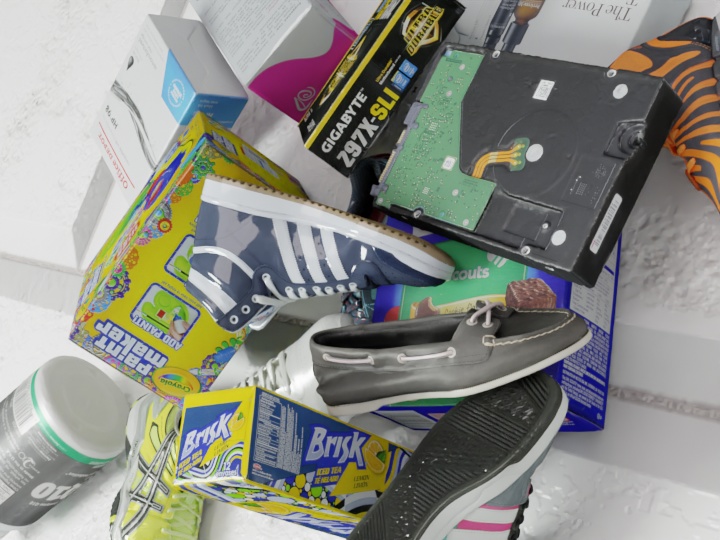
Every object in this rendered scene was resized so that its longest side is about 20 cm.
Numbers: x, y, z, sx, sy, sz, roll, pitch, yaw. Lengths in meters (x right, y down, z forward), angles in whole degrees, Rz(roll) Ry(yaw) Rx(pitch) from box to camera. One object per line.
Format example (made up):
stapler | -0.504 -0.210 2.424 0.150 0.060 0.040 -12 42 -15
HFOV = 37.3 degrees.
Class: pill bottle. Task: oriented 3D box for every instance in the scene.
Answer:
pill bottle | -0.328 0.182 1.048 0.200 0.113 0.113 -38 48 21

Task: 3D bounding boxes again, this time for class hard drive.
hard drive | 0.107 -0.080 0.742 0.200 0.038 0.140 22 83 45

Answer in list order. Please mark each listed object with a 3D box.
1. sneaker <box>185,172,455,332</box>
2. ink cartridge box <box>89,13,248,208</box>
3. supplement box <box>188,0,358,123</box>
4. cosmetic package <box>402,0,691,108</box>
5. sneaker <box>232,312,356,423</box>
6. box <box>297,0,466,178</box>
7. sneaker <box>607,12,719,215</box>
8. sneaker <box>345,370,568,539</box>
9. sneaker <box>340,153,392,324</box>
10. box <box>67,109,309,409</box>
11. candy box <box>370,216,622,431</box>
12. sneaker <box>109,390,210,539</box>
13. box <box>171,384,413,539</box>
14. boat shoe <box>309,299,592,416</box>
sneaker | -0.036 0.006 0.778 0.199 0.070 0.109 18 92 16
ink cartridge box | -0.205 -0.142 1.079 0.200 0.066 0.116 -52 59 35
supplement box | -0.084 -0.247 1.061 0.103 0.101 0.200 -47 46 13
cosmetic package | 0.143 -0.176 0.861 0.200 0.052 0.151 23 87 46
sneaker | -0.060 0.103 0.825 0.077 0.080 0.200 -97 28 -43
box | 0.010 -0.167 0.902 0.160 0.049 0.200 -53 11 7
sneaker | 0.218 -0.083 0.722 0.112 0.078 0.201 -16 47 24
sneaker | 0.083 0.167 0.688 0.200 0.121 0.084 -48 33 4
sneaker | 0.000 0.000 0.863 0.079 0.095 0.201 -5 65 40
box | -0.143 -0.016 0.929 0.193 0.122 0.200 -54 18 6
candy box | 0.098 0.012 0.785 0.168 0.077 0.201 -7 63 39
sneaker | -0.166 0.189 0.928 0.076 0.075 0.201 -25 55 30
box | -0.034 0.140 0.746 0.070 0.200 0.065 -12 61 36
boat shoe | 0.049 0.049 0.696 0.199 0.067 0.057 -18 100 31
